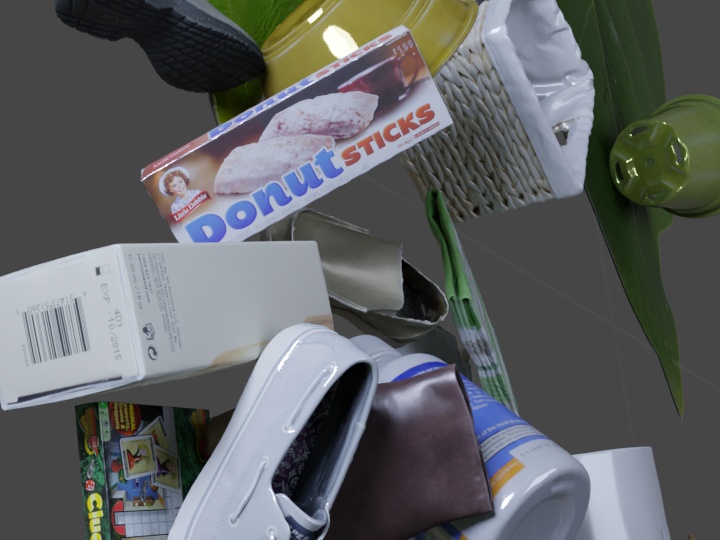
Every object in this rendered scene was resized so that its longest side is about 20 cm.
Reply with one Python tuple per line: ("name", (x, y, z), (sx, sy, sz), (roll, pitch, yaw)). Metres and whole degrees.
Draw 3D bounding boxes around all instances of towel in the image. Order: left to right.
("towel", (0.099, 0.042, 1.085), (0.150, 0.031, 0.201), (-102, 170, -47))

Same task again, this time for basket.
("basket", (0.122, -0.181, 1.167), (0.200, 0.160, 0.199), (56, 32, -30))

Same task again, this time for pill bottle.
("pill bottle", (0.053, 0.128, 0.831), (0.112, 0.200, 0.113), (-25, 133, -31))

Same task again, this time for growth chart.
("growth chart", (0.061, 0.101, 1.059), (0.200, 0.018, 0.146), (40, 43, -48))

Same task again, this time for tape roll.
("tape roll", (0.146, 0.228, 0.955), (0.202, 0.202, 0.140), (14, 65, -59))

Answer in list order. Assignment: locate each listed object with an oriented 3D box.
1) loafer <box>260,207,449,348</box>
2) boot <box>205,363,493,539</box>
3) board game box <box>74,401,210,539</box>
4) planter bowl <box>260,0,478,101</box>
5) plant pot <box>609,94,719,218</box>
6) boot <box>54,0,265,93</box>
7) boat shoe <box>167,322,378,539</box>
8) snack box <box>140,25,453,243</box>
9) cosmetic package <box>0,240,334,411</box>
("loafer", (0.000, 0.000, 0.932), (0.200, 0.068, 0.076), (30, 50, -46))
("boot", (0.001, 0.164, 0.731), (0.072, 0.165, 0.201), (-63, 142, -78))
("board game box", (-0.115, 0.178, 0.685), (0.105, 0.023, 0.201), (17, 61, -61))
("planter bowl", (-0.015, -0.163, 0.883), (0.083, 0.200, 0.201), (46, 36, -18))
("plant pot", (0.485, -0.171, 1.841), (0.184, 0.200, 0.202), (-13, 87, -51))
("boot", (-0.138, -0.208, 0.803), (0.200, 0.067, 0.131), (23, 50, -58))
("boat shoe", (-0.045, 0.130, 0.655), (0.072, 0.068, 0.201), (34, 80, -38))
("snack box", (-0.041, -0.082, 0.783), (0.072, 0.199, 0.024), (61, 0, -25))
("cosmetic package", (-0.108, 0.028, 0.688), (0.200, 0.105, 0.072), (-4, 81, -61))
